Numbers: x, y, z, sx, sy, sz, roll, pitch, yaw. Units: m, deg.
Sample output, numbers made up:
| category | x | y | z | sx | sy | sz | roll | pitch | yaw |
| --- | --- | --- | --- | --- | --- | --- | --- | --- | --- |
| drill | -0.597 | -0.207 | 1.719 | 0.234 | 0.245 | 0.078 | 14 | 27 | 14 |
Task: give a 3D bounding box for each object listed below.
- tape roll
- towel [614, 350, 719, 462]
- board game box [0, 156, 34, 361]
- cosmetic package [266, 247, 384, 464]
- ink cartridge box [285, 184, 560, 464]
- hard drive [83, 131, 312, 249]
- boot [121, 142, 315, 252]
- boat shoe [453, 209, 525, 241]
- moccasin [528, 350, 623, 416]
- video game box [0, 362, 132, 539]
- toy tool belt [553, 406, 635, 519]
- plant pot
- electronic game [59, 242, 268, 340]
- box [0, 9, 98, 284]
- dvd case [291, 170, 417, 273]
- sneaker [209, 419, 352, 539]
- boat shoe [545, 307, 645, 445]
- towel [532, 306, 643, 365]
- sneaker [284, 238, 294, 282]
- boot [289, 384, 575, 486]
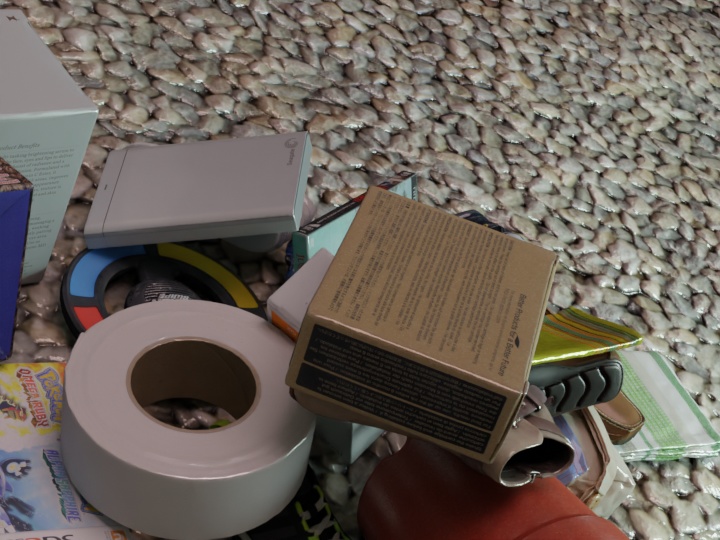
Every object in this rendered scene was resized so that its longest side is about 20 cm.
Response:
| category | x | y | z | sx | sy | sz | roll | pitch | yaw |
| --- | --- | --- | --- | --- | --- | --- | --- | --- | --- |
| tape roll | -0.135 | 0.112 | 1.159 | 0.201 | 0.071 | 0.203 | 7 | 39 | -6 |
| towel | 0.264 | 0.142 | 1.534 | 0.199 | 0.031 | 0.150 | 0 | 41 | -30 |
| board game box | -0.362 | -0.035 | 1.190 | 0.096 | 0.160 | 0.200 | -10 | 35 | -42 |
| cosmetic package | -0.020 | 0.078 | 1.269 | 0.101 | 0.200 | 0.071 | 39 | 68 | 18 |
| ink cartridge box | 0.050 | 0.034 | 1.109 | 0.164 | 0.075 | 0.200 | 22 | 33 | 3 |
| hard drive | -0.151 | -0.077 | 1.394 | 0.198 | 0.027 | 0.132 | -4 | 40 | 9 |
| boot | -0.145 | -0.079 | 1.501 | 0.199 | 0.074 | 0.096 | 27 | 24 | 16 |
| boat shoe | 0.072 | 0.017 | 1.490 | 0.200 | 0.071 | 0.091 | -34 | 40 | -16 |
| moccasin | 0.131 | 0.093 | 1.302 | 0.200 | 0.074 | 0.078 | -16 | 32 | -17 |
| video game box | -0.287 | 0.156 | 1.136 | 0.181 | 0.047 | 0.201 | 3 | 41 | -34 |
| toy tool belt | 0.149 | 0.153 | 1.359 | 0.122 | 0.125 | 0.200 | 0 | 42 | -45 |
| plant pot | 0.107 | 0.230 | 1.186 | 0.200 | 0.202 | 0.195 | -4 | 37 | -36 |
| electronic game | -0.177 | 0.038 | 1.359 | 0.199 | 0.042 | 0.201 | 18 | 36 | -14 |
| box | -0.334 | -0.104 | 1.299 | 0.106 | 0.201 | 0.152 | -11 | 49 | -41 |
| dvd case | 0.000 | 0.000 | 1.443 | 0.022 | 0.147 | 0.200 | 10 | 24 | 30 |
| sneaker | -0.056 | 0.199 | 1.196 | 0.200 | 0.083 | 0.072 | 38 | 37 | 15 |
| boat shoe | 0.200 | 0.091 | 1.474 | 0.200 | 0.074 | 0.075 | 40 | 38 | 22 |
| towel | 0.152 | 0.057 | 1.259 | 0.086 | 0.018 | 0.199 | 17 | 16 | 41 |
| sneaker | -0.045 | 0.009 | 1.474 | 0.077 | 0.076 | 0.200 | 9 | 32 | 22 |
| boot | 0.064 | 0.112 | 1.121 | 0.199 | 0.071 | 0.146 | -4 | 30 | -39 |
